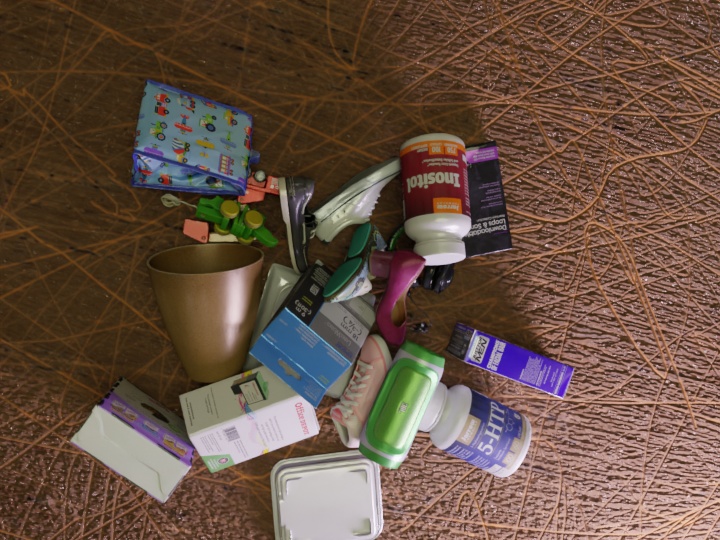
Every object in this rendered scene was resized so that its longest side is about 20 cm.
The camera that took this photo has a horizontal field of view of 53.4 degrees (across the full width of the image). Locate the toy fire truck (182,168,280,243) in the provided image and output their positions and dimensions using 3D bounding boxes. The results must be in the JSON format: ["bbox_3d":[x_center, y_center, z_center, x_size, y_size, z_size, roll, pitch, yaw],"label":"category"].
[{"bbox_3d":[-0.193,-0.103,1.228,0.198,0.049,0.142,13,91,-11],"label":"toy fire truck"}]

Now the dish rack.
[{"bbox_3d":[-0.057,0.418,1.280,0.198,0.044,0.173,-5,94,-8],"label":"dish rack"}]

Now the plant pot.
[{"bbox_3d":[-0.245,0.074,1.176,0.185,0.186,0.202,-4,106,-9],"label":"plant pot"}]

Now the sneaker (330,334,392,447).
[{"bbox_3d":[0.000,0.216,1.254,0.104,0.075,0.202,-5,98,-26],"label":"sneaker"}]

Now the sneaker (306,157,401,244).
[{"bbox_3d":[-0.003,-0.122,1.255,0.199,0.073,0.071,-35,107,3],"label":"sneaker"}]

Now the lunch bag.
[{"bbox_3d":[-0.261,-0.207,1.168,0.198,0.094,0.152,9,60,-15],"label":"lunch bag"}]

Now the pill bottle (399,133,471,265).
[{"bbox_3d":[0.126,-0.116,1.194,0.112,0.113,0.202,-2,79,-9],"label":"pill bottle"}]

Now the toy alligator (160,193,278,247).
[{"bbox_3d":[-0.224,-0.097,1.174,0.199,0.059,0.055,23,49,-11],"label":"toy alligator"}]

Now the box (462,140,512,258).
[{"bbox_3d":[0.191,-0.123,1.298,0.142,0.036,0.202,-12,96,-8],"label":"box"}]

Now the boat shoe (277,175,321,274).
[{"bbox_3d":[-0.095,-0.072,1.192,0.062,0.073,0.201,-10,134,-5],"label":"boat shoe"}]

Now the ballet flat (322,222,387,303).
[{"bbox_3d":[0.000,0.000,1.203,0.074,0.074,0.201,37,47,-9],"label":"ballet flat"}]

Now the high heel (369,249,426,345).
[{"bbox_3d":[0.074,0.054,1.196,0.068,0.096,0.201,-55,142,-40],"label":"high heel"}]

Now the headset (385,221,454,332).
[{"bbox_3d":[0.109,0.009,1.272,0.122,0.094,0.202,-1,83,15],"label":"headset"}]

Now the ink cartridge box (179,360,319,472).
[{"bbox_3d":[-0.180,0.240,1.194,0.199,0.145,0.084,-19,52,-8],"label":"ink cartridge box"}]

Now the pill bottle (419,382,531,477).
[{"bbox_3d":[0.190,0.274,1.276,0.199,0.120,0.120,26,88,-10],"label":"pill bottle"}]

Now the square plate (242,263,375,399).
[{"bbox_3d":[-0.091,0.111,1.266,0.199,0.028,0.200,18,90,-10],"label":"square plate"}]

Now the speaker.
[{"bbox_3d":[0.069,0.224,1.202,0.088,0.088,0.201,24,89,-10],"label":"speaker"}]

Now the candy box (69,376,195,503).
[{"bbox_3d":[-0.350,0.263,1.143,0.167,0.200,0.072,37,87,-9],"label":"candy box"}]

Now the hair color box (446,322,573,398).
[{"bbox_3d":[0.266,0.160,1.288,0.199,0.109,0.065,20,89,-10],"label":"hair color box"}]

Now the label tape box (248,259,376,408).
[{"bbox_3d":[-0.069,0.099,1.165,0.144,0.063,0.200,41,42,-9],"label":"label tape box"}]
